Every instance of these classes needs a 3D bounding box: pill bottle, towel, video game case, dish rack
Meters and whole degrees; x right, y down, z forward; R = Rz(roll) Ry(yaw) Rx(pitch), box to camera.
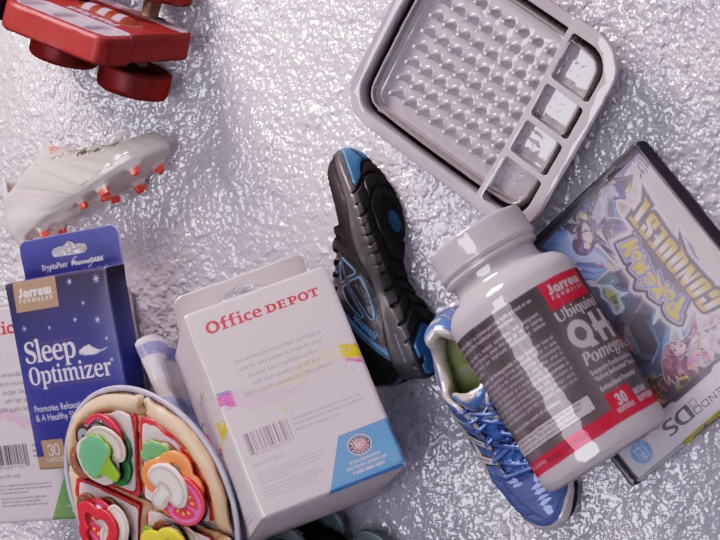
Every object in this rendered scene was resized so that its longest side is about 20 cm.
[{"bbox_3d":[0.137,0.056,1.358,0.110,0.110,0.201,-36,79,27],"label":"pill bottle"},{"bbox_3d":[-0.139,0.150,1.543,0.024,0.147,0.202,-24,83,0],"label":"towel"},{"bbox_3d":[0.217,0.035,1.389,0.181,0.025,0.201,-44,75,26],"label":"video game case"},{"bbox_3d":[0.101,-0.151,1.421,0.199,0.043,0.173,37,113,20],"label":"dish rack"}]

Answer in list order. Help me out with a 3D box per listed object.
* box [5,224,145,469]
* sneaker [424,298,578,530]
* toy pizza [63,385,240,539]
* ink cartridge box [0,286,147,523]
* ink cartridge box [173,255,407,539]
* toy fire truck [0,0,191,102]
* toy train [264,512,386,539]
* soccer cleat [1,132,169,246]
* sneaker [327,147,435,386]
[{"bbox_3d":[-0.246,0.068,1.548,0.120,0.032,0.203,-9,92,33],"label":"box"},{"bbox_3d":[0.106,0.120,1.432,0.075,0.077,0.201,-32,82,26],"label":"sneaker"},{"bbox_3d":[-0.182,0.194,1.485,0.199,0.032,0.203,15,116,34],"label":"toy pizza"},{"bbox_3d":[-0.273,0.122,1.640,0.143,0.084,0.203,-8,93,29],"label":"ink cartridge box"},{"bbox_3d":[-0.066,0.101,1.465,0.125,0.127,0.202,118,132,-69],"label":"ink cartridge box"},{"bbox_3d":[-0.248,-0.221,1.537,0.198,0.167,0.113,24,107,24],"label":"toy fire truck"},{"bbox_3d":[-0.012,0.281,1.519,0.199,0.085,0.115,26,117,24],"label":"toy train"},{"bbox_3d":[-0.257,-0.087,1.618,0.199,0.069,0.078,-27,80,32],"label":"soccer cleat"},{"bbox_3d":[0.000,0.000,1.479,0.081,0.073,0.202,-18,87,31],"label":"sneaker"}]
